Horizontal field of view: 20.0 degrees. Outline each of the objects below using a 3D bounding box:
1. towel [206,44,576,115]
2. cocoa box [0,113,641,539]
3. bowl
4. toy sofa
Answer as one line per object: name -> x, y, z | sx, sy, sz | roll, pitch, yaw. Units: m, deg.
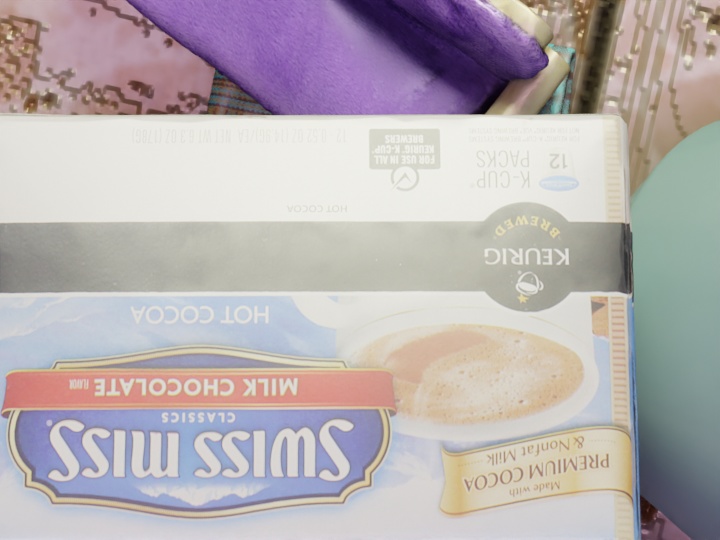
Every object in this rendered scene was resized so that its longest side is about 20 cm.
towel -> 0.000, 0.000, 0.798 | 0.146, 0.022, 0.202 | 10, 89, 4
cocoa box -> -0.018, 0.032, 0.647 | 0.198, 0.133, 0.132 | 0, 76, -1
bowl -> 0.155, 0.021, 0.732 | 0.105, 0.200, 0.202 | 15, 103, 42
toy sofa -> -0.025, -0.103, 0.749 | 0.200, 0.098, 0.083 | 39, 90, 5
